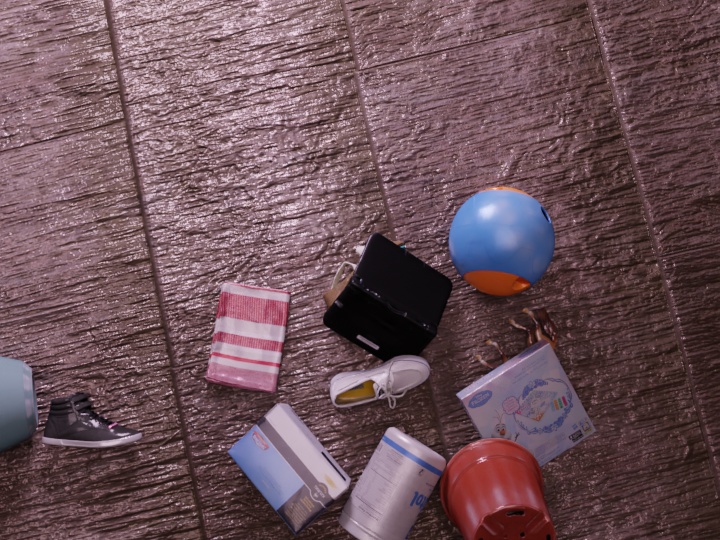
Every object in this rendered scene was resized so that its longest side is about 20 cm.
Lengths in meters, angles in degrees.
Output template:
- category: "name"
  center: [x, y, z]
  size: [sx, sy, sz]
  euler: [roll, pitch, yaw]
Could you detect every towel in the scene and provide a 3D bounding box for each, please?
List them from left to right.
- category: "towel"
  center: [-0.221, 0.131, 1.727]
  size: [0.142, 0.023, 0.203]
  euler: [8, 82, 2]

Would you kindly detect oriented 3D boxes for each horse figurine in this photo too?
- category: "horse figurine"
  center: [0.314, 0.162, 1.685]
  size: [0.200, 0.050, 0.133]
  euler: [-43, 92, -9]

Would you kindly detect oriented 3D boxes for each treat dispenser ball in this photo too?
- category: "treat dispenser ball"
  center: [0.265, -0.055, 1.644]
  size: [0.197, 0.201, 0.205]
  euler: [0, 82, 2]

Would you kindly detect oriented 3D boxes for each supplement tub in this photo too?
- category: "supplement tub"
  center: [0.060, 0.408, 1.622]
  size: [0.131, 0.132, 0.202]
  euler: [29, 85, 6]

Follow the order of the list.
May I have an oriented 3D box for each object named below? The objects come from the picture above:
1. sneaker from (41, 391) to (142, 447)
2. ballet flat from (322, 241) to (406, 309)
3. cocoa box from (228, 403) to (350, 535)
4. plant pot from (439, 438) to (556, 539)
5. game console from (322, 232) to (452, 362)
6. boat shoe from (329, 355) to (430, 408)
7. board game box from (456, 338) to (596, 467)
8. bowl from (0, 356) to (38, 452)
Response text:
- category: "sneaker"
  center: [-0.519, 0.287, 1.690]
  size: [0.196, 0.071, 0.101]
  euler: [1, 87, 7]
- category: "ballet flat"
  center: [0.000, 0.000, 1.723]
  size: [0.200, 0.068, 0.072]
  euler: [-47, 67, 0]
- category: "cocoa box"
  center: [-0.130, 0.367, 1.633]
  size: [0.131, 0.133, 0.200]
  euler: [-42, 83, -3]
- category: "plant pot"
  center: [0.250, 0.433, 1.547]
  size: [0.197, 0.195, 0.204]
  euler: [-1, 105, -3]
- category: "game console"
  center: [0.054, 0.062, 1.690]
  size: [0.198, 0.117, 0.176]
  euler: [31, 120, -13]
- category: "boat shoe"
  center: [0.038, 0.221, 1.660]
  size: [0.199, 0.086, 0.076]
  euler: [-11, 116, 2]
- category: "board game box"
  center: [0.313, 0.267, 1.649]
  size: [0.198, 0.043, 0.201]
  euler: [-31, 101, -3]
- category: "bowl"
  center: [-0.671, 0.249, 1.657]
  size: [0.103, 0.201, 0.204]
  euler: [-6, 81, -18]
